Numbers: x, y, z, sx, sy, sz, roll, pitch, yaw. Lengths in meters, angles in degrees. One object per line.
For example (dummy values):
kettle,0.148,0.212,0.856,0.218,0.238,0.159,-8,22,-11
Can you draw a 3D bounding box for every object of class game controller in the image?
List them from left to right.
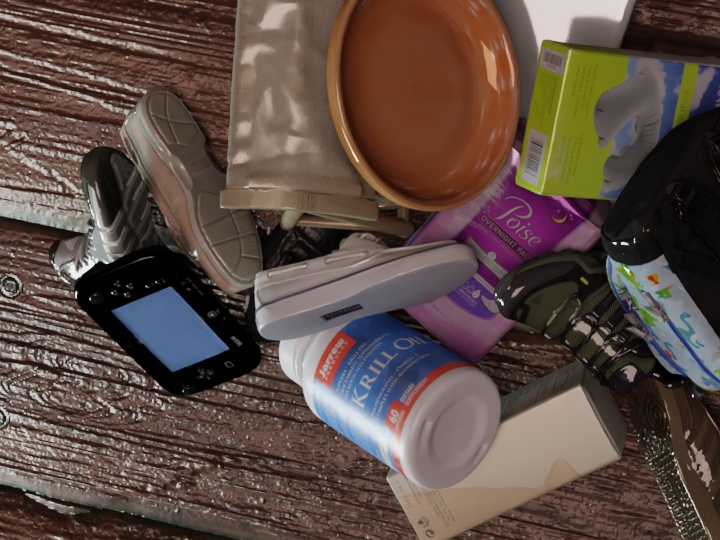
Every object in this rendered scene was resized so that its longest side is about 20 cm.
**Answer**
game controller,-0.170,0.047,1.624,0.103,0.042,0.200,-14,142,21

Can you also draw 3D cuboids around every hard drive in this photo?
hard drive,0.151,-0.179,1.561,0.131,0.027,0.202,20,106,8

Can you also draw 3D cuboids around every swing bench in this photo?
swing bench,-0.027,-0.139,1.497,0.128,0.200,0.201,3,86,12

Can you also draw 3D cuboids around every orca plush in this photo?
orca plush,-0.045,-0.011,1.621,0.200,0.071,0.105,-40,91,18

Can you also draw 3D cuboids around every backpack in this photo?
backpack,0.281,0.003,1.441,0.200,0.164,0.153,45,145,-12

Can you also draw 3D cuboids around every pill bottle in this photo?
pill bottle,0.019,0.100,1.573,0.199,0.112,0.113,28,112,43

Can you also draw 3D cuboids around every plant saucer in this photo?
plant saucer,0.046,-0.147,1.437,0.037,0.199,0.202,-4,104,49

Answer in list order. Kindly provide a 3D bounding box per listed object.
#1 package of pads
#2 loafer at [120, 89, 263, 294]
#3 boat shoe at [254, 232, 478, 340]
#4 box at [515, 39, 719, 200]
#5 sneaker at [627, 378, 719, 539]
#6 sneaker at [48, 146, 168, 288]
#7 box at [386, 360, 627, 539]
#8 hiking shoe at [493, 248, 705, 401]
package of pads,0.117,-0.020,1.564,0.120,0.076,0.200,41,119,-3
loafer,-0.154,-0.065,1.636,0.063,0.072,0.201,-35,79,43
boat shoe,0.000,0.000,1.535,0.198,0.074,0.066,-15,65,8
box,0.229,-0.119,1.485,0.198,0.048,0.123,2,107,-29
sneaker,0.298,0.158,1.591,0.075,0.070,0.202,-17,85,-22
sneaker,-0.242,-0.029,1.632,0.114,0.075,0.201,3,137,23
box,0.132,0.161,1.608,0.199,0.095,0.078,-27,96,19
hiking shoe,0.205,0.049,1.500,0.198,0.101,0.076,14,130,-24
